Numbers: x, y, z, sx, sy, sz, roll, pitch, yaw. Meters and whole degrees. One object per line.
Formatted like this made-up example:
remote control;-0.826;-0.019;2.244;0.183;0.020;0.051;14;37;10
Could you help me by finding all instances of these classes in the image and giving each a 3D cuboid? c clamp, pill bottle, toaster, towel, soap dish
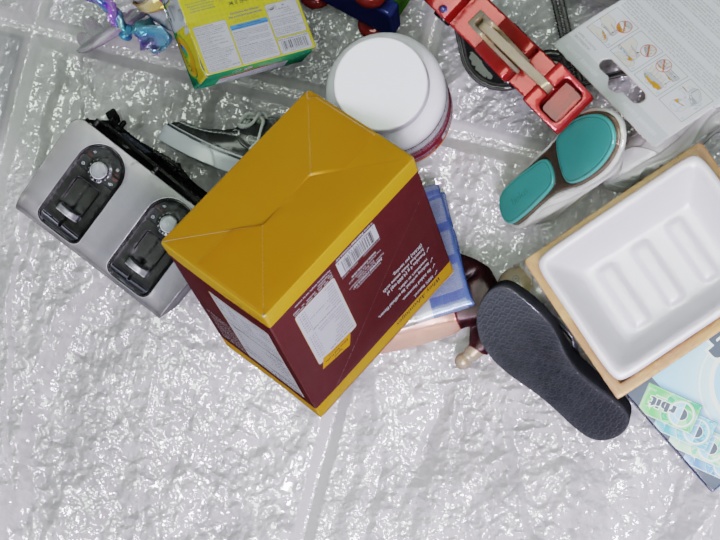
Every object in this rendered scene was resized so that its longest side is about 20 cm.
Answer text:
c clamp;0.172;-0.263;1.738;0.171;0.027;0.200;-19;88;10
pill bottle;0.027;-0.163;1.658;0.113;0.200;0.113;0;87;6
toaster;-0.219;-0.058;1.697;0.181;0.200;0.119;38;95;-2
towel;0.000;0.000;1.714;0.200;0.024;0.147;-15;59;5
soap dish;0.280;0.002;1.646;0.200;0.081;0.157;-34;78;4

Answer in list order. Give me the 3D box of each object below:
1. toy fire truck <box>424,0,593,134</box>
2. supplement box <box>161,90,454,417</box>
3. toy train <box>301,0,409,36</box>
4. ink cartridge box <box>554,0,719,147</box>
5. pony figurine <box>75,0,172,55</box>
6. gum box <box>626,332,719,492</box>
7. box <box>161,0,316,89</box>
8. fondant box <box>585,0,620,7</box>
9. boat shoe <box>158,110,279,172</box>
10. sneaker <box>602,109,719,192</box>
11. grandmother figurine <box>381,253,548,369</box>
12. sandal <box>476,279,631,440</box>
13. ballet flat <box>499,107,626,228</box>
toy fire truck;0.135;-0.212;1.660;0.200;0.141;0.049;45;98;6
supplement box;-0.041;-0.013;1.599;0.133;0.200;0.197;35;73;29
toy train;-0.028;-0.324;1.739;0.200;0.085;0.116;30;75;13
ink cartridge box;0.310;-0.204;1.654;0.200;0.050;0.162;-34;59;-8
pony figurine;-0.194;-0.265;1.709;0.200;0.193;0.167;24;94;-13
gum box;0.357;0.084;1.693;0.200;0.045;0.170;-41;84;2
box;-0.131;-0.277;1.615;0.117;0.048;0.200;-17;85;-24
fondant box;0.251;-0.346;1.628;0.058;0.200;0.144;18;78;-2
boat shoe;-0.098;-0.122;1.733;0.199;0.074;0.068;19;94;6
sneaker;0.302;-0.155;1.700;0.200;0.078;0.099;-36;78;-5
grandmother figurine;0.093;0.036;1.718;0.200;0.061;0.121;-16;95;8
sandal;0.183;0.085;1.691;0.076;0.043;0.200;-29;113;33
ballet flat;0.205;-0.097;1.657;0.069;0.200;0.070;13;61;-24
